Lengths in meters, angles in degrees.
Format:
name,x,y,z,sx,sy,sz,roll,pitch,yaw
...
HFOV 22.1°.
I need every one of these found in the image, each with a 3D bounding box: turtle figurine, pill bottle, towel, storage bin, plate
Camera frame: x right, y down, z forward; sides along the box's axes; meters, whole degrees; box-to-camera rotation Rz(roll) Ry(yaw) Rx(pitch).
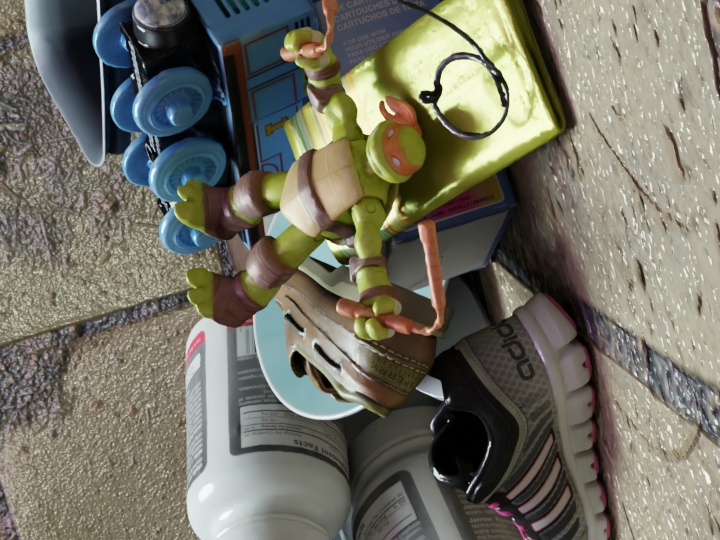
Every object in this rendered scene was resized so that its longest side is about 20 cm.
name,x,y,z,sx,sy,sz,roll,pitch,yaw
turtle figurine,-0.023,-0.046,0.925,0.161,0.064,0.201,-26,75,37
pill bottle,0.059,0.190,1.214,0.200,0.113,0.114,-114,10,-47
towel,0.029,-0.072,0.919,0.200,0.018,0.086,-31,79,53
pill bottle,-0.063,0.126,1.246,0.111,0.110,0.201,82,-178,-50
storage bin,-0.121,-0.184,1.089,0.146,0.134,0.200,56,153,34
plate,0.000,0.000,1.184,0.200,0.026,0.201,-25,56,44

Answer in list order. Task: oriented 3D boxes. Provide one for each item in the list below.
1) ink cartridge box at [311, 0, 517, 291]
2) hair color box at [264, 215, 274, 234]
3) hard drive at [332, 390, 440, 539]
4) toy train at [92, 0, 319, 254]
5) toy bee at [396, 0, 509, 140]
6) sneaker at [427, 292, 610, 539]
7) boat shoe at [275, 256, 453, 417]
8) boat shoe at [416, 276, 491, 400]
name,x,y,z,sx,sy,sz,roll,pitch,yaw
ink cartridge box,0.015,-0.099,1.050,0.136,0.076,0.201,107,144,-75
hair color box,-0.032,-0.037,1.387,0.065,0.109,0.201,86,165,-64
hard drive,0.026,0.167,1.346,0.033,0.139,0.201,-51,47,37
toy train,-0.078,-0.090,1.034,0.087,0.114,0.200,58,165,33
toy bee,0.014,-0.166,0.806,0.131,0.109,0.201,-36,74,34
sneaker,0.079,0.103,0.985,0.074,0.087,0.201,-116,12,-50
boat shoe,-0.015,0.033,1.002,0.068,0.072,0.200,-68,14,-2
boat shoe,0.040,0.029,1.205,0.068,0.072,0.200,36,-175,-41
